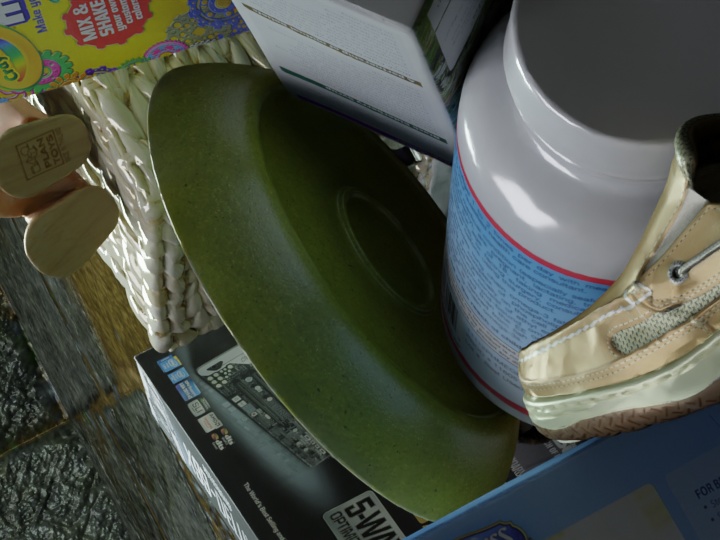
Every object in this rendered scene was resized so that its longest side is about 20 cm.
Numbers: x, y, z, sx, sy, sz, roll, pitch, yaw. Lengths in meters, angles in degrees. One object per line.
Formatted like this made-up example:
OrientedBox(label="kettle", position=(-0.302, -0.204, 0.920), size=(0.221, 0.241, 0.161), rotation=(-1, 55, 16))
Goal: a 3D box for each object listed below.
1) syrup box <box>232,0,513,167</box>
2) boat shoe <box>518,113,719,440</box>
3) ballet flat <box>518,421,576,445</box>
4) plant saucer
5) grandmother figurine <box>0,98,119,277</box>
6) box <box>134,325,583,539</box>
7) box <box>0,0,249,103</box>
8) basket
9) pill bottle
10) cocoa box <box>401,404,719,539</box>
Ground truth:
OrientedBox(label="syrup box", position=(0.010, -0.101, 0.934), size=(0.081, 0.079, 0.200), rotation=(24, 174, 10))
OrientedBox(label="boat shoe", position=(0.114, -0.011, 0.820), size=(0.200, 0.072, 0.076), rotation=(-27, 97, 41))
OrientedBox(label="ballet flat", position=(0.083, 0.037, 1.188), size=(0.071, 0.069, 0.200), rotation=(43, 168, 6))
OrientedBox(label="plant saucer", position=(0.000, 0.000, 1.030), size=(0.200, 0.031, 0.200), rotation=(46, -158, -25))
OrientedBox(label="grandmother figurine", position=(-0.170, -0.071, 1.240), size=(0.200, 0.060, 0.121), rotation=(38, 143, 58))
OrientedBox(label="box", position=(0.008, 0.083, 1.333), size=(0.200, 0.158, 0.050), rotation=(53, 164, 39))
OrientedBox(label="box", position=(-0.128, -0.206, 1.057), size=(0.200, 0.122, 0.193), rotation=(76, 177, -54))
OrientedBox(label="basket", position=(-0.065, -0.102, 1.250), size=(0.200, 0.161, 0.198), rotation=(60, 167, 18))
OrientedBox(label="pill bottle", position=(0.084, -0.029, 0.937), size=(0.109, 0.109, 0.200), rotation=(57, 166, 22))
OrientedBox(label="cocoa box", position=(0.067, 0.133, 0.899), size=(0.134, 0.200, 0.131), rotation=(61, 166, 8))
